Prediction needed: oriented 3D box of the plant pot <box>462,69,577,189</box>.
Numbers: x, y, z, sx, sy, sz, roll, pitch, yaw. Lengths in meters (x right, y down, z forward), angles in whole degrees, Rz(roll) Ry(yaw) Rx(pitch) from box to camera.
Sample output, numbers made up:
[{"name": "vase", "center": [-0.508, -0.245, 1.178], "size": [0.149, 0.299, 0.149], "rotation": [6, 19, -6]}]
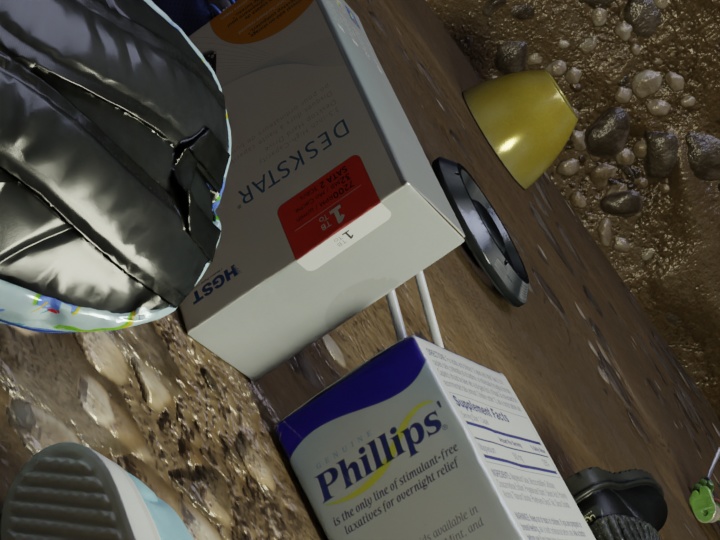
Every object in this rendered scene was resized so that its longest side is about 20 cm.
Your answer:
[{"name": "plant pot", "center": [0.288, -0.263, 2.814], "size": [0.201, 0.141, 0.200], "rotation": [53, 13, -17]}]

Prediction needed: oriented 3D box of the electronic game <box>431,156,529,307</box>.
[{"name": "electronic game", "center": [0.141, -0.046, 1.936], "size": [0.201, 0.041, 0.200], "rotation": [55, 12, -17]}]

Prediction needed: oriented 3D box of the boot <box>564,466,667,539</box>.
[{"name": "boot", "center": [0.261, 0.270, 1.522], "size": [0.210, 0.079, 0.158], "rotation": [14, 36, -57]}]

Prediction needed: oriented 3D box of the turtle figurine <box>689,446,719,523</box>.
[{"name": "turtle figurine", "center": [0.565, 0.324, 2.449], "size": [0.143, 0.202, 0.194], "rotation": [24, 1, 28]}]

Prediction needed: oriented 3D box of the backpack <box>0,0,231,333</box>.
[{"name": "backpack", "center": [-0.138, -0.056, 0.605], "size": [0.199, 0.153, 0.165], "rotation": [21, 67, -30]}]

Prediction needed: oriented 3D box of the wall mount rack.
[{"name": "wall mount rack", "center": [0.000, 0.000, 1.115], "size": [0.173, 0.075, 0.200], "rotation": [36, 9, 11]}]

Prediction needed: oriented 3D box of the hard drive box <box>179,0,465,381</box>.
[{"name": "hard drive box", "center": [-0.048, -0.063, 0.979], "size": [0.077, 0.155, 0.201], "rotation": [41, 20, -51]}]

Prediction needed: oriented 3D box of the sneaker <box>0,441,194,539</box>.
[{"name": "sneaker", "center": [-0.063, 0.151, 0.580], "size": [0.082, 0.074, 0.201], "rotation": [36, 25, -50]}]

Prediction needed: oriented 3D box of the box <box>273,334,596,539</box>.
[{"name": "box", "center": [0.064, 0.159, 0.980], "size": [0.201, 0.104, 0.184], "rotation": [62, 13, 20]}]

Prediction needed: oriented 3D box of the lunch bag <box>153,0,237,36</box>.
[{"name": "lunch bag", "center": [-0.077, -0.162, 1.166], "size": [0.137, 0.132, 0.200], "rotation": [58, 12, 5]}]
